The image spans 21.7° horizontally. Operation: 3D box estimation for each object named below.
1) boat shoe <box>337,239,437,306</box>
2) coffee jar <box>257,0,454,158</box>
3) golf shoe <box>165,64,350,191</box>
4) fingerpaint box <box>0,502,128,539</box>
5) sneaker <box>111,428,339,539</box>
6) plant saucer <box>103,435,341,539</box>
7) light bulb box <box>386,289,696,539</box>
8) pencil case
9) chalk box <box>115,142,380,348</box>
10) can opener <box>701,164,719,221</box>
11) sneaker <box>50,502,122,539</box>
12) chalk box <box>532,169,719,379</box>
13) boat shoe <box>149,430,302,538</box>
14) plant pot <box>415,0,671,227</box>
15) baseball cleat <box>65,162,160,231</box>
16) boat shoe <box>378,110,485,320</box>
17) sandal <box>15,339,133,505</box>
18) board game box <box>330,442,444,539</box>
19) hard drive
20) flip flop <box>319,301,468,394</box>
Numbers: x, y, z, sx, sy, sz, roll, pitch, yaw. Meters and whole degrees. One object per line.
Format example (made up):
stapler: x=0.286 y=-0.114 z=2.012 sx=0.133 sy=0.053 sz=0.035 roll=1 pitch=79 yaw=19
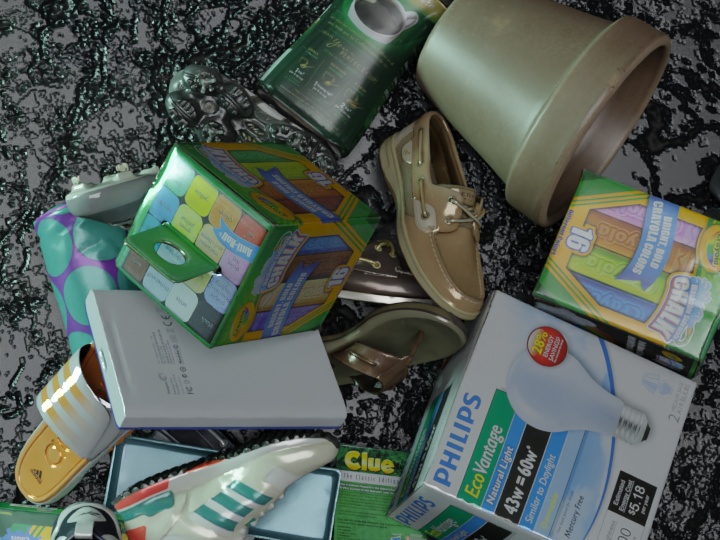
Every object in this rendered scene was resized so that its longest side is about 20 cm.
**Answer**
boat shoe: x=0.000 y=0.000 z=1.684 sx=0.200 sy=0.072 sz=0.060 roll=4 pitch=90 yaw=0
coffee jar: x=0.006 y=-0.206 z=1.685 sx=0.104 sy=0.085 sz=0.200 roll=39 pitch=84 yaw=4
golf shoe: x=-0.086 y=-0.112 z=1.670 sx=0.078 sy=0.094 sz=0.200 roll=-45 pitch=104 yaw=4
fingerpaint box: x=-0.230 y=0.296 z=1.642 sx=0.200 sy=0.073 sz=0.167 roll=7 pitch=86 yaw=-6
sneaker: x=-0.104 y=0.199 z=1.585 sx=0.200 sy=0.070 sz=0.093 roll=-19 pitch=91 yaw=3
plant saucer: x=-0.119 y=0.191 z=1.625 sx=0.200 sy=0.019 sz=0.070 roll=9 pitch=85 yaw=5
light bulb box: x=0.157 y=0.156 z=1.640 sx=0.200 sy=0.125 sz=0.198 roll=24 pitch=65 yaw=-5
pencil case: x=-0.219 y=0.031 z=1.650 sx=0.092 sy=0.085 sz=0.200 roll=-18 pitch=90 yaw=7
chalk box: x=-0.104 y=-0.024 z=1.529 sx=0.124 sy=0.200 sz=0.124 roll=39 pitch=113 yaw=24
can opener: x=0.317 y=-0.039 z=1.736 sx=0.200 sy=0.053 sz=0.066 roll=-40 pitch=57 yaw=-8
sneaker: x=-0.226 y=0.293 z=1.540 sx=0.079 sy=0.130 sz=0.199 roll=6 pitch=86 yaw=-5
chalk box: x=0.264 y=0.013 z=1.632 sx=0.200 sy=0.125 sz=0.124 roll=22 pitch=83 yaw=9
boat shoe: x=-0.092 y=0.187 z=1.668 sx=0.200 sy=0.072 sz=0.068 roll=36 pitch=86 yaw=4
plant pot: x=0.150 y=-0.168 z=1.662 sx=0.175 sy=0.200 sz=0.200 roll=36 pitch=84 yaw=14
baseball cleat: x=-0.169 y=-0.042 z=1.617 sx=0.070 sy=0.200 sz=0.107 roll=-9 pitch=93 yaw=38
boat shoe: x=0.072 y=-0.051 z=1.651 sx=0.065 sy=0.071 sz=0.200 roll=-38 pitch=57 yaw=32
sandal: x=-0.249 y=0.135 z=1.602 sx=0.079 sy=0.059 sz=0.207 roll=48 pitch=120 yaw=17
board game box: x=0.070 y=0.216 z=1.674 sx=0.200 sy=0.023 sz=0.105 roll=9 pitch=67 yaw=-14
hard drive: x=-0.121 y=0.075 z=1.570 sx=0.200 sy=0.025 sz=0.132 roll=3 pitch=48 yaw=-29
flip flop: x=0.003 y=0.082 z=1.644 sx=0.200 sy=0.081 sz=0.058 roll=-17 pitch=49 yaw=20
